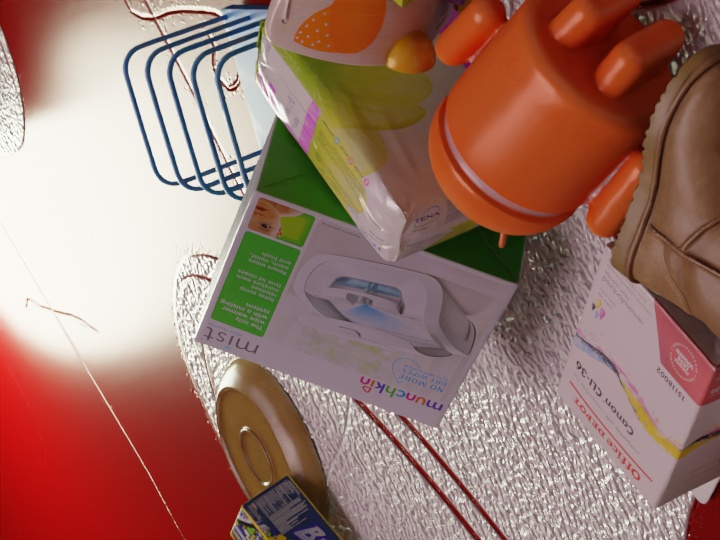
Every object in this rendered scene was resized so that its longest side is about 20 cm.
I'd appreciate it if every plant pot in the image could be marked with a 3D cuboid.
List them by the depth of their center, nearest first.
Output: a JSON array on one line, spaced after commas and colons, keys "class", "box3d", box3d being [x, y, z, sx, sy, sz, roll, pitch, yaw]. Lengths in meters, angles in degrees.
[{"class": "plant pot", "box3d": [-0.097, 0.186, 2.118, 0.200, 0.027, 0.200, 45, 148, 40]}]

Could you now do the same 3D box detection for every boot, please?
[{"class": "boot", "box3d": [0.252, -0.014, 1.219, 0.200, 0.066, 0.175, 39, 133, 33]}]

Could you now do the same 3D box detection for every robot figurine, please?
[{"class": "robot figurine", "box3d": [0.117, -0.101, 1.314, 0.200, 0.144, 0.117, -49, 27, 43]}]

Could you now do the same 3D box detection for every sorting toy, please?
[{"class": "sorting toy", "box3d": [0.042, -0.241, 1.350, 0.107, 0.200, 0.180, 27, 128, 5]}]

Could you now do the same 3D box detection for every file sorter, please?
[{"class": "file sorter", "box3d": [-0.095, -0.136, 1.730, 0.200, 0.123, 0.139, 13, 123, 60]}]

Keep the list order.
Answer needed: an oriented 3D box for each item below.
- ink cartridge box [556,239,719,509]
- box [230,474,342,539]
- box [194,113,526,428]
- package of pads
[{"class": "ink cartridge box", "box3d": [0.199, 0.074, 1.385, 0.117, 0.067, 0.200, 52, 151, 30]}, {"class": "box", "box3d": [-0.038, 0.301, 2.020, 0.200, 0.064, 0.070, 50, 150, 16]}, {"class": "box", "box3d": [0.000, 0.000, 1.531, 0.097, 0.200, 0.177, -76, 9, -45]}, {"class": "package of pads", "box3d": [0.031, -0.113, 1.459, 0.200, 0.154, 0.068, 54, 152, 26]}]
